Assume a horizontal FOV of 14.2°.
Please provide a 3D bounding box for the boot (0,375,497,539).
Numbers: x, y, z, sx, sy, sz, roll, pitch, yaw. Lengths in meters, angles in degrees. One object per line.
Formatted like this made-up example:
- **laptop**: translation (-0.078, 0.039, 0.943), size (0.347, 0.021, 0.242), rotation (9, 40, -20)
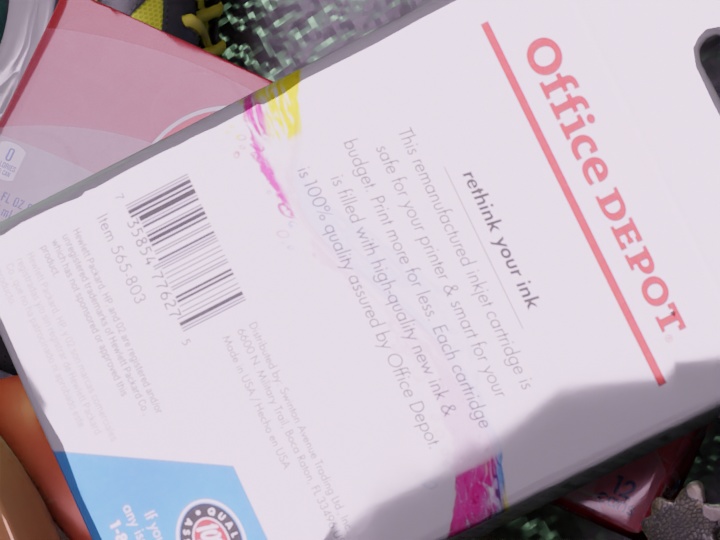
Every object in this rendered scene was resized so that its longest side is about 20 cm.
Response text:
- **boot**: translation (-0.030, 0.077, 0.791), size (0.107, 0.075, 0.200), rotation (-43, 57, -12)

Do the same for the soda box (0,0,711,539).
- **soda box**: translation (0.000, 0.000, 0.764), size (0.200, 0.063, 0.070), rotation (25, 86, 11)

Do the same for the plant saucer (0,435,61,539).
- **plant saucer**: translation (-0.150, 0.123, 0.798), size (0.200, 0.032, 0.201), rotation (0, 91, 42)

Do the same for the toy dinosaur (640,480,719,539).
- **toy dinosaur**: translation (0.072, 0.086, 0.679), size (0.200, 0.102, 0.077), rotation (-31, 74, 28)

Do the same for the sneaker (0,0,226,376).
- **sneaker**: translation (-0.063, -0.055, 0.851), size (0.085, 0.074, 0.200), rotation (25, 92, 24)

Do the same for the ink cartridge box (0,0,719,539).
- **ink cartridge box**: translation (0.022, 0.002, 0.692), size (0.200, 0.068, 0.115), rotation (-26, 81, 8)

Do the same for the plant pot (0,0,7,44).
- **plant pot**: translation (-0.199, -0.138, 0.864), size (0.200, 0.196, 0.200), rotation (-8, 69, 23)
